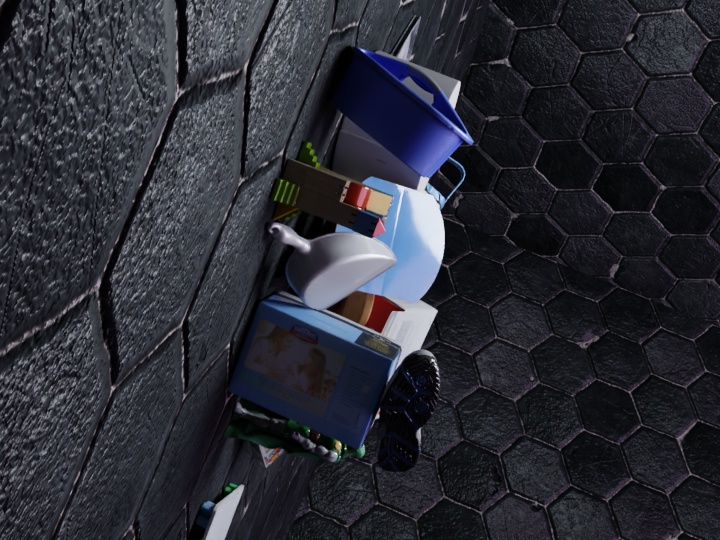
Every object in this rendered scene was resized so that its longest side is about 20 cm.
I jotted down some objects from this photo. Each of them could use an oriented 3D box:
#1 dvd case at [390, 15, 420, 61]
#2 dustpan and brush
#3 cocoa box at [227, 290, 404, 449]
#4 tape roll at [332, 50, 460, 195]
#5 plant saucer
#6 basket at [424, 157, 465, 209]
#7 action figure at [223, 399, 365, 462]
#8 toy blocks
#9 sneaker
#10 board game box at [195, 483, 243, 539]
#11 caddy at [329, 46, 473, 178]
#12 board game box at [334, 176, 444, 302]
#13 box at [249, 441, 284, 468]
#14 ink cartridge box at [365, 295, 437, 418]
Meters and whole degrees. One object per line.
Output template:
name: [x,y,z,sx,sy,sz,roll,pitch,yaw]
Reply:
dvd case: [0.057,-0.333,1.633,0.201,0.016,0.150,-63,172,-46]
dustpan and brush: [-0.056,-0.017,1.191,0.138,0.058,0.199,-32,158,18]
cocoa box: [-0.057,0.130,1.279,0.131,0.197,0.135,-32,144,-80]
tape roll: [0.056,-0.214,1.434,0.203,0.137,0.206,21,90,-85]
plant saucer: [-0.032,0.002,1.465,0.199,0.037,0.204,-179,-90,-66]
basket: [0.082,-0.163,1.759,0.201,0.175,0.139,-54,-174,-13]
action figure: [-0.085,0.226,1.365,0.055,0.197,0.119,105,8,-49]
toy blocks: [-0.021,-0.087,1.166,0.200,0.135,0.101,-31,143,-81]
sneaker: [0.055,0.174,1.235,0.078,0.074,0.202,-93,-166,-51]
board game box: [-0.247,0.442,1.471,0.200,0.025,0.203,40,70,-85]
caddy: [0.056,-0.211,1.223,0.105,0.199,0.141,-52,176,11]
board game box: [0.035,-0.045,1.363,0.039,0.198,0.161,9,-92,54]
box: [-0.101,0.221,1.542,0.199,0.035,0.111,-41,149,-23]
ink cartridge box: [0.019,0.134,1.511,0.175,0.083,0.203,7,110,-63]
